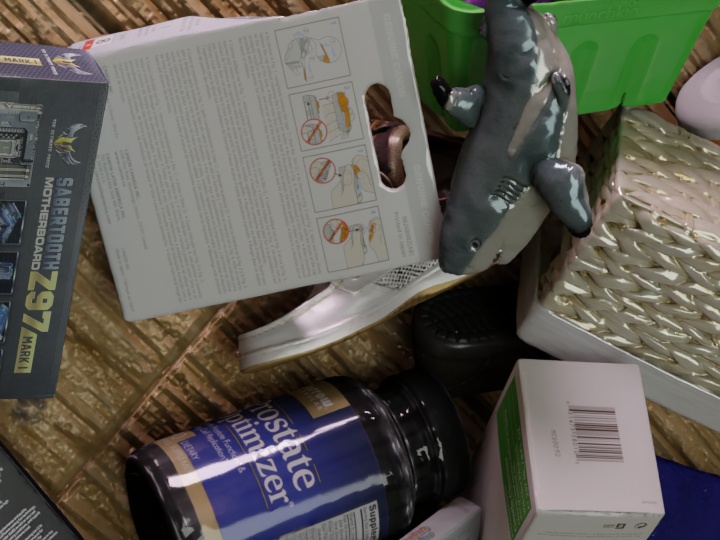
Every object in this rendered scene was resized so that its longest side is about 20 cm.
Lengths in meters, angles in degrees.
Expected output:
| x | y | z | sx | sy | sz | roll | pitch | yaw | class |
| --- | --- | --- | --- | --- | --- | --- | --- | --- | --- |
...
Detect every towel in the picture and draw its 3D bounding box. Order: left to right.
| x | y | z | sx | sy | sz | roll | pitch | yaw | class |
| --- | --- | --- | --- | --- | --- | --- | --- | --- | --- |
| 0.204 | 0.234 | 1.236 | 0.147 | 0.049 | 0.202 | 20 | 93 | -37 | towel |

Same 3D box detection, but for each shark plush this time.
| x | y | z | sx | sy | sz | roll | pitch | yaw | class |
| --- | --- | --- | --- | --- | --- | --- | --- | --- | --- |
| 0.078 | -0.093 | 0.925 | 0.082 | 0.091 | 0.202 | -7 | 124 | -4 | shark plush |

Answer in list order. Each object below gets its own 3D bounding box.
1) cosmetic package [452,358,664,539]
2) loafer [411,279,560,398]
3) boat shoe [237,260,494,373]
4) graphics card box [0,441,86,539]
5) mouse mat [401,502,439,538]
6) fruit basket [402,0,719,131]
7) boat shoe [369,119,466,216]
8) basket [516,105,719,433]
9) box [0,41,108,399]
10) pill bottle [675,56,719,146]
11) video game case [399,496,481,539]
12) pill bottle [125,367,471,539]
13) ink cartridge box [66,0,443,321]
| x | y | z | sx | sy | sz | roll | pitch | yaw | class |
| --- | --- | --- | --- | --- | --- | --- | --- | --- | --- |
| 0.118 | 0.153 | 1.068 | 0.084 | 0.109 | 0.201 | 3 | 143 | -11 | cosmetic package |
| 0.115 | 0.048 | 1.134 | 0.198 | 0.073 | 0.072 | -2 | 129 | -26 | loafer |
| 0.000 | 0.000 | 1.060 | 0.199 | 0.071 | 0.070 | -27 | 94 | -24 | boat shoe |
| -0.208 | 0.187 | 0.948 | 0.125 | 0.051 | 0.201 | -42 | 112 | -13 | graphics card box |
| 0.001 | 0.225 | 1.150 | 0.161 | 0.008 | 0.201 | -40 | 118 | -12 | mouse mat |
| 0.111 | -0.206 | 1.023 | 0.213 | 0.156 | 0.218 | -15 | 127 | -21 | fruit basket |
| 0.013 | -0.065 | 1.013 | 0.197 | 0.072 | 0.073 | 14 | 63 | -9 | boat shoe |
| 0.214 | 0.002 | 1.074 | 0.198 | 0.136 | 0.124 | 24 | 124 | -6 | basket |
| -0.230 | -0.025 | 0.915 | 0.156 | 0.051 | 0.202 | 1 | 119 | -26 | box |
| 0.302 | -0.051 | 1.169 | 0.112 | 0.112 | 0.201 | -36 | 116 | -14 | pill bottle |
| 0.006 | 0.262 | 1.039 | 0.181 | 0.023 | 0.202 | -27 | 132 | -48 | video game case |
| -0.036 | 0.132 | 1.046 | 0.198 | 0.112 | 0.113 | -19 | 111 | -22 | pill bottle |
| -0.060 | -0.069 | 0.974 | 0.197 | 0.050 | 0.164 | -12 | 110 | 2 | ink cartridge box |
